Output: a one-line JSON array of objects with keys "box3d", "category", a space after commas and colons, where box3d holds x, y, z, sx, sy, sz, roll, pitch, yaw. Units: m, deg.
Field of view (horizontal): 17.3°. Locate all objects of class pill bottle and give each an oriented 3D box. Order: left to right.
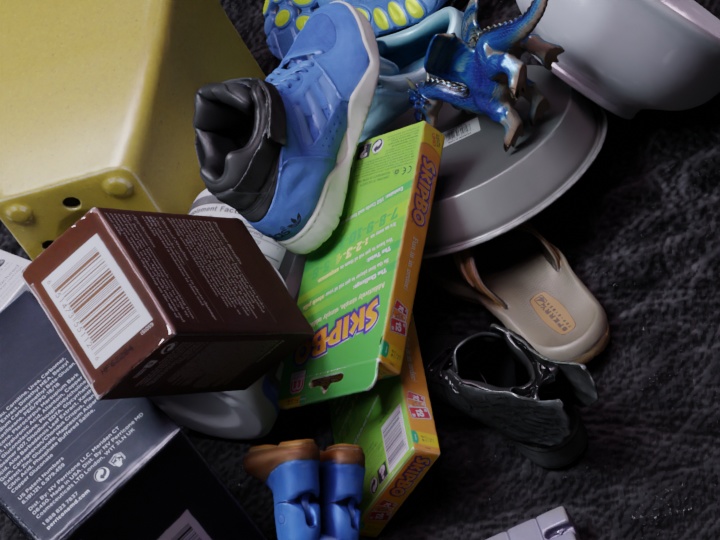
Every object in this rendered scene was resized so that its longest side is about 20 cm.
[{"box3d": [-0.083, 0.009, 1.690, 0.113, 0.114, 0.200, 6, 62, 31], "category": "pill bottle"}]

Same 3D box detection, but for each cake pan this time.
[{"box3d": [0.079, -0.083, 1.701, 0.200, 0.037, 0.200, -23, 27, 13], "category": "cake pan"}]

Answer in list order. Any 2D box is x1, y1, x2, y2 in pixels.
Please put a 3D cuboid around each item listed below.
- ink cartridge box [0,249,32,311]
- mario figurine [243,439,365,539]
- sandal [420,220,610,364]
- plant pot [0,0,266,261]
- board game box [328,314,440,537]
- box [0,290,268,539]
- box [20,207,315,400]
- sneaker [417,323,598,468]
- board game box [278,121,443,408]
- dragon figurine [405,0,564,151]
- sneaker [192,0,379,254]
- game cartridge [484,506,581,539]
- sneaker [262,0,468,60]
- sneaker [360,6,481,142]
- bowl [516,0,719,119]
[{"box3d": [-0.303, 0.041, 1.790, 0.116, 0.068, 0.200, -50, 32, -16], "category": "ink cartridge box"}, {"box3d": [-0.043, 0.214, 1.513, 0.123, 0.106, 0.201, 0, 73, -6], "category": "mario figurine"}, {"box3d": [0.100, -0.003, 1.654, 0.080, 0.054, 0.200, -39, 46, -6], "category": "sandal"}, {"box3d": [-0.190, -0.096, 1.782, 0.194, 0.196, 0.200, -14, 47, 18], "category": "plant pot"}, {"box3d": [0.009, 0.074, 1.623, 0.096, 0.030, 0.200, -55, 34, 38], "category": "board game box"}, {"box3d": [-0.171, 0.148, 1.574, 0.117, 0.197, 0.200, -44, 46, -11], "category": "box"}, {"box3d": [-0.120, 0.021, 1.511, 0.075, 0.200, 0.100, -40, 73, 20], "category": "box"}, {"box3d": [0.085, 0.068, 1.569, 0.200, 0.104, 0.060, 29, 71, 41], "category": "sneaker"}, {"box3d": [0.000, 0.000, 1.606, 0.095, 0.030, 0.201, -16, 51, 43], "category": "board game box"}, {"box3d": [0.081, -0.149, 1.619, 0.099, 0.200, 0.059, 34, 63, 18], "category": "dragon figurine"}, {"box3d": [-0.056, -0.121, 1.634, 0.077, 0.111, 0.201, -16, 52, 44], "category": "sneaker"}, {"box3d": [0.100, 0.252, 1.462, 0.129, 0.038, 0.200, -28, 46, 11], "category": "game cartridge"}, {"box3d": [0.002, -0.203, 1.866, 0.199, 0.083, 0.071, -7, 85, 41], "category": "sneaker"}, {"box3d": [0.004, -0.137, 1.793, 0.200, 0.082, 0.074, -34, 44, 3], "category": "sneaker"}, {"box3d": [0.179, -0.171, 1.679, 0.090, 0.201, 0.201, -55, 44, 14], "category": "bowl"}]
